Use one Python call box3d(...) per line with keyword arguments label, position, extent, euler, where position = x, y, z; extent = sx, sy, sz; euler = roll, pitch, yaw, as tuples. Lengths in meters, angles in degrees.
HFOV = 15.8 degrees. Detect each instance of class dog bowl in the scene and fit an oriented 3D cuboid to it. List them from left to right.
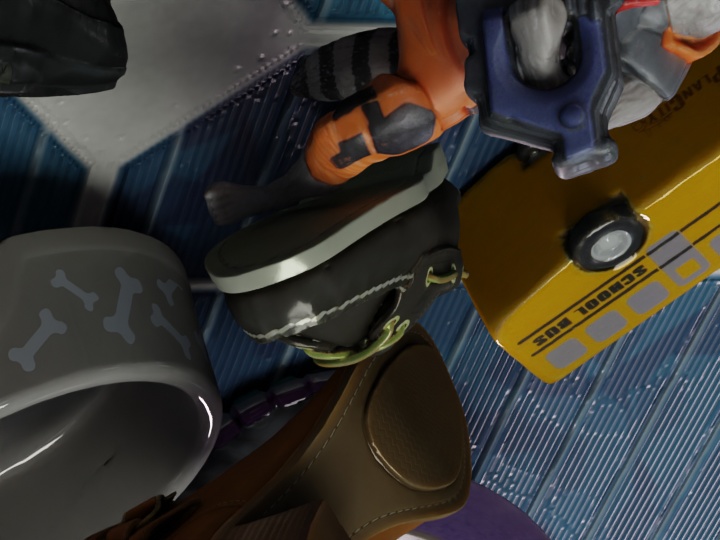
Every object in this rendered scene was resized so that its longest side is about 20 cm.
box3d(label="dog bowl", position=(-0.140, 0.069, 0.968), extent=(0.200, 0.059, 0.200), euler=(-27, 156, -13))

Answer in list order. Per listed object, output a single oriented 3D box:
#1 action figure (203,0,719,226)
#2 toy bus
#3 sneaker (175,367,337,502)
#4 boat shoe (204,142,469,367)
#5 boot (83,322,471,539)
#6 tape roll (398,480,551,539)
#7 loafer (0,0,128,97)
box3d(label="action figure", position=(0.043, -0.107, 0.844), extent=(0.193, 0.201, 0.105), euler=(-5, 159, 24))
box3d(label="toy bus", position=(0.128, -0.043, 1.017), extent=(0.200, 0.065, 0.078), euler=(-36, 140, 13))
box3d(label="sneaker", position=(-0.057, 0.113, 1.078), extent=(0.200, 0.088, 0.074), euler=(-24, 141, -1))
box3d(label="boat shoe", position=(0.000, 0.000, 0.910), extent=(0.072, 0.061, 0.201), euler=(-14, -172, 16))
box3d(label="boot", position=(-0.050, 0.094, 0.966), extent=(0.154, 0.200, 0.074), euler=(-22, 105, 29))
box3d(label="tape roll", position=(0.006, 0.188, 1.106), extent=(0.200, 0.200, 0.085), euler=(-23, 140, -3))
box3d(label="loafer", position=(-0.111, -0.088, 0.790), extent=(0.068, 0.071, 0.201), euler=(1, -177, 7))
